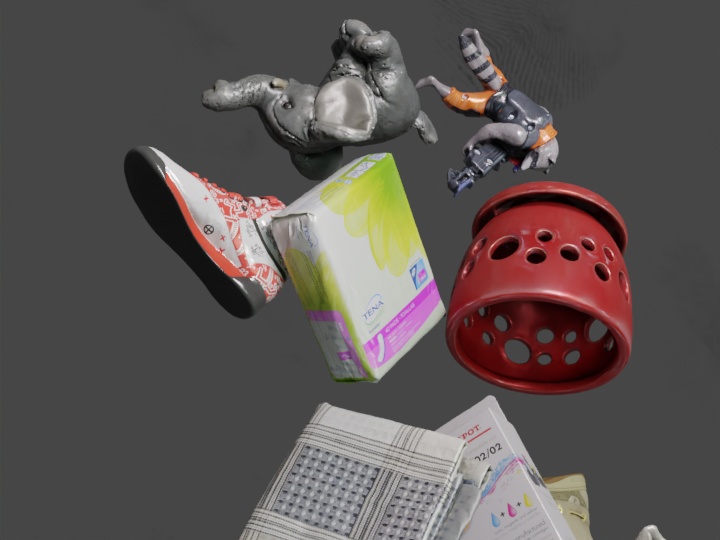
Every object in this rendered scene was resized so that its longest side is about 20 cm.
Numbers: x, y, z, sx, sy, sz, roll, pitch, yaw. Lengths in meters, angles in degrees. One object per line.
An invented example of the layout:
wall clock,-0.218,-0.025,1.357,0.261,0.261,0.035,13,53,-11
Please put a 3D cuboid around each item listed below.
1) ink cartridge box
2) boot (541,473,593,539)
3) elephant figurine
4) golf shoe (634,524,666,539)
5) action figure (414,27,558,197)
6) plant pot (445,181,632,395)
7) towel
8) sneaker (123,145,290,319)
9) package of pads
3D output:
ink cartridge box,0.117,0.219,1.136,0.068,0.115,0.200,41,18,-52
boot,0.188,0.306,1.228,0.200,0.073,0.156,0,69,-43
elephant figurine,-0.041,-0.166,1.239,0.200,0.155,0.142,-43,142,-28
golf shoe,0.382,0.359,1.269,0.077,0.200,0.088,-23,125,-46
action figure,0.158,-0.183,1.386,0.193,0.105,0.200,41,51,-3
plant pot,0.201,0.013,1.280,0.200,0.200,0.183,28,51,-24
towel,0.004,0.221,1.079,0.193,0.200,0.035,-57,150,-36
sneaker,-0.141,-0.058,1.148,0.201,0.067,0.108,53,51,-11
package of pads,0.000,0.000,1.183,0.154,0.068,0.200,-40,116,-43
